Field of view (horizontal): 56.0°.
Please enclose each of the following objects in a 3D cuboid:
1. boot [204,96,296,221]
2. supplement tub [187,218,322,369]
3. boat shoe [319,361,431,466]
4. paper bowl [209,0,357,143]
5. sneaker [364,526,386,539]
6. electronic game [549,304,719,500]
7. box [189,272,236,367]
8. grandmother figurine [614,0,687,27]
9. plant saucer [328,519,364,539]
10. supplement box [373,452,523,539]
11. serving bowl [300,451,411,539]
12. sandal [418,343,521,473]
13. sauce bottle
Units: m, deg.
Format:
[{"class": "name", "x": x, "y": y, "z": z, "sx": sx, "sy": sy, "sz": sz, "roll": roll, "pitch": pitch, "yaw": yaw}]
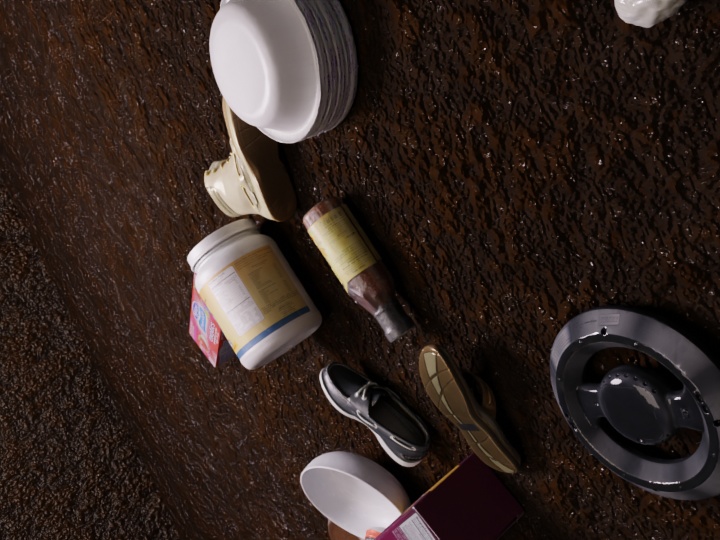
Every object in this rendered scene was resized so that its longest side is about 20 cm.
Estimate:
[{"class": "boot", "x": -0.182, "y": -0.169, "z": 0.999, "sx": 0.155, "sy": 0.073, "sz": 0.201, "roll": 7, "pitch": 124, "yaw": 48}, {"class": "supplement tub", "x": -0.167, "y": 0.036, "z": 1.060, "sx": 0.201, "sy": 0.144, "sz": 0.145, "roll": 57, "pitch": 146, "yaw": 8}, {"class": "boat shoe", "x": 0.024, "y": 0.197, "z": 0.991, "sx": 0.199, "sy": 0.076, "sz": 0.061, "roll": 37, "pitch": 142, "yaw": 14}, {"class": "paper bowl", "x": -0.104, "y": -0.253, "z": 0.810, "sx": 0.200, "sy": 0.104, "sz": 0.202, "roll": 31, "pitch": 134, "yaw": 38}, {"class": "sneaker", "x": 0.085, "y": 0.484, "z": 1.060, "sx": 0.199, "sy": 0.082, "sz": 0.077, "roll": 21, "pitch": 137, "yaw": 15}, {"class": "electronic game", "x": 0.265, "y": 0.126, "z": 0.640, "sx": 0.200, "sy": 0.041, "sz": 0.201, "roll": 35, "pitch": 139, "yaw": 37}, {"class": "box", "x": -0.241, "y": 0.071, "z": 1.223, "sx": 0.096, "sy": 0.099, "sz": 0.201, "roll": 47, "pitch": 144, "yaw": 21}, {"class": "grandmother figurine", "x": 0.205, "y": -0.257, "z": 0.432, "sx": 0.120, "sy": 0.061, "sz": 0.201, "roll": 18, "pitch": 134, "yaw": 23}, {"class": "plant saucer", "x": -0.003, "y": 0.530, "z": 1.290, "sx": 0.200, "sy": 0.036, "sz": 0.202, "roll": 33, "pitch": 137, "yaw": 37}, {"class": "supplement box", "x": 0.111, "y": 0.358, "z": 0.931, "sx": 0.103, "sy": 0.130, "sz": 0.200, "roll": 50, "pitch": 144, "yaw": 17}, {"class": "serving bowl", "x": 0.002, "y": 0.363, "z": 1.114, "sx": 0.199, "sy": 0.066, "sz": 0.201, "roll": 19, "pitch": 137, "yaw": 18}, {"class": "sandal", "x": 0.140, "y": 0.164, "z": 0.833, "sx": 0.201, "sy": 0.054, "sz": 0.080, "roll": 53, "pitch": 154, "yaw": -12}, {"class": "sauce bottle", "x": 0.000, "y": 0.000, "z": 0.883, "sx": 0.201, "sy": 0.066, "sz": 0.066, "roll": 58, "pitch": 146, "yaw": 9}]
